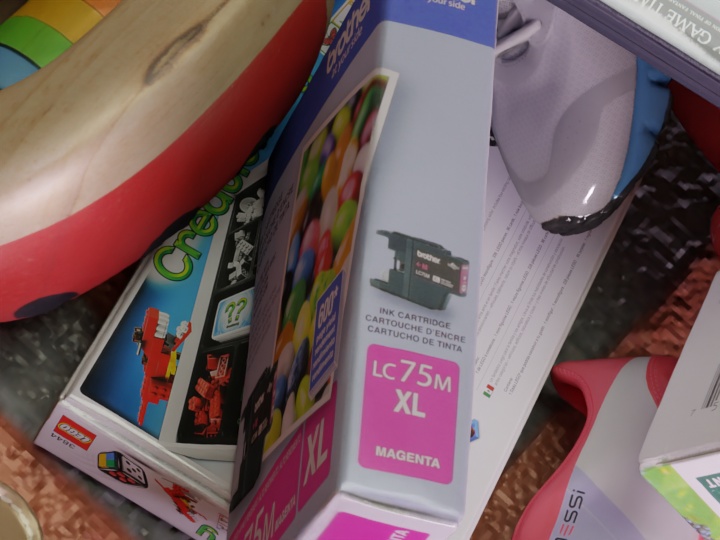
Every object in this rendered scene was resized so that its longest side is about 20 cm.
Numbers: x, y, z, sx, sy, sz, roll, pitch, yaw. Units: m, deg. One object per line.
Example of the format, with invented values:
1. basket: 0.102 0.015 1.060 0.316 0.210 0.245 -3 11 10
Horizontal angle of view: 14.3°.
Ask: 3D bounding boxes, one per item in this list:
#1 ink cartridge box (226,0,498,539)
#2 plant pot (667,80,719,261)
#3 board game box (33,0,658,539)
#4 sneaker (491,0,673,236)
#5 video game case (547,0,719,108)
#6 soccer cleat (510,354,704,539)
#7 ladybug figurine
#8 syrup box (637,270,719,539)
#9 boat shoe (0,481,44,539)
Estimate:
1. ink cartridge box: 0.000 0.000 0.792 0.042 0.119 0.200 15 58 -12
2. plant pot: 0.184 -0.092 0.919 0.200 0.200 0.183 -6 74 -24
3. board game box: 0.001 0.004 0.884 0.126 0.035 0.200 32 56 -4
4. sneaker: 0.039 -0.108 0.877 0.086 0.075 0.201 1 75 -33
5. video game case: 0.126 -0.140 0.807 0.143 0.019 0.200 32 69 1
6. soccer cleat: 0.068 0.113 0.844 0.076 0.067 0.200 11 60 18
7. ladybug figurine: -0.079 -0.052 0.839 0.200 0.136 0.072 -44 123 -23
8. syrup box: 0.180 0.083 0.841 0.200 0.079 0.082 46 50 -24
9. boat shoe: -0.155 0.062 0.740 0.200 0.065 0.072 16 55 -42
